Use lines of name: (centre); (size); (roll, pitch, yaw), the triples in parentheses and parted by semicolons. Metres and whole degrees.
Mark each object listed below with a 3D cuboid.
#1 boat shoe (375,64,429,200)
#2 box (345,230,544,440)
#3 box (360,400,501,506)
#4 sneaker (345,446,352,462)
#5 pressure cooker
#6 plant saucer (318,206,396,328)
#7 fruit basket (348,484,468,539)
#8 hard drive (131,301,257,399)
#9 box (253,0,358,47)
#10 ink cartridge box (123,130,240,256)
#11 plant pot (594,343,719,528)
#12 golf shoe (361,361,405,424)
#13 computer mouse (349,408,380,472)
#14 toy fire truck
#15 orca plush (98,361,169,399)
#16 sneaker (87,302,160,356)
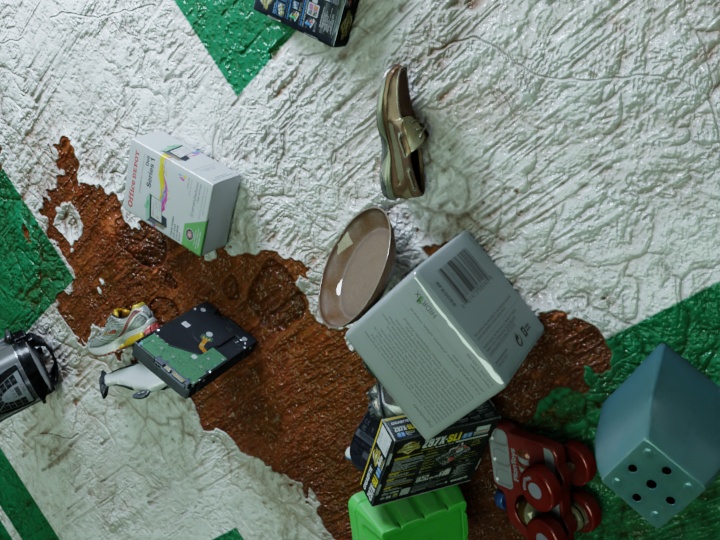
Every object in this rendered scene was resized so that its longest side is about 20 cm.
boat shoe: (0.068, -0.202, 1.076); (0.070, 0.076, 0.204); (9, 121, 23)
box: (0.126, 0.091, 1.068); (0.201, 0.198, 0.171); (51, 125, 4)
box: (0.110, 0.285, 1.148); (0.050, 0.196, 0.162); (55, 142, 44)
sneaker: (0.053, 0.300, 1.278); (0.197, 0.071, 0.074); (-20, 74, 36)
pressure cooker: (-0.810, 0.239, 1.690); (0.181, 0.198, 0.176); (59, 157, 10)
plant saucer: (0.000, 0.000, 1.147); (0.036, 0.203, 0.200); (24, 130, -27)
fruit basket: (0.071, 0.421, 1.259); (0.212, 0.215, 0.159); (3, 110, 29)
hard drive: (-0.302, 0.142, 1.344); (0.138, 0.199, 0.038); (34, 122, 14)
box: (-0.067, -0.456, 1.072); (0.157, 0.046, 0.203); (29, 120, 19)
ink cartridge box: (-0.328, -0.143, 1.323); (0.198, 0.084, 0.147); (29, 120, 19)
plant pot: (0.397, 0.228, 0.958); (0.141, 0.199, 0.142); (39, 123, 11)
golf shoe: (0.055, 0.154, 1.170); (0.094, 0.202, 0.078); (-33, 132, 20)
computer mouse: (0.065, 0.250, 1.207); (0.139, 0.046, 0.204); (16, 83, 45)
toy fire truck: (0.275, 0.344, 1.145); (0.167, 0.111, 0.204); (10, 115, 53)
orca plush: (-0.462, 0.244, 1.555); (0.196, 0.107, 0.071); (-20, 140, 11)
sneaker: (-0.506, 0.124, 1.543); (0.197, 0.078, 0.084); (-23, 92, 25)
